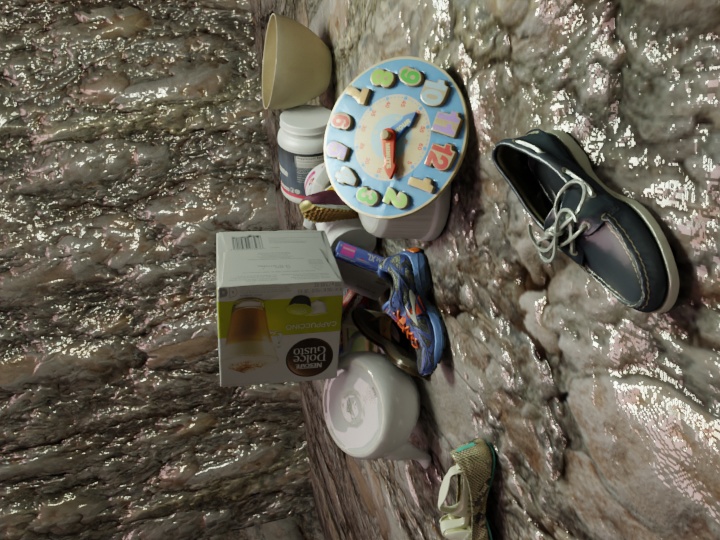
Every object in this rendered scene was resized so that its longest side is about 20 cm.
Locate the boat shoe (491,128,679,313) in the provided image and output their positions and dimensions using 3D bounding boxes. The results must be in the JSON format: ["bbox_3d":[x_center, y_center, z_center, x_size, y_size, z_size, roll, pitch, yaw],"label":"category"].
[{"bbox_3d":[0.167,-0.044,0.460,0.075,0.062,0.200,100,157,-49],"label":"boat shoe"}]

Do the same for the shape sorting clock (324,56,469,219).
[{"bbox_3d":[0.037,-0.163,0.722,0.039,0.199,0.201,5,-107,-63],"label":"shape sorting clock"}]

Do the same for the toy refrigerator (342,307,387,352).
[{"bbox_3d":[0.010,0.183,1.207,0.070,0.076,0.201,-52,-33,-54],"label":"toy refrigerator"}]

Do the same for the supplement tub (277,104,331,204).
[{"bbox_3d":[-0.121,-0.269,1.378,0.141,0.140,0.201,-114,19,-48],"label":"supplement tub"}]

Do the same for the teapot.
[{"bbox_3d":[0.035,0.230,1.048,0.197,0.146,0.201,18,104,46],"label":"teapot"}]

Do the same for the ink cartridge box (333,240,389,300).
[{"bbox_3d":[0.000,0.000,1.088,0.200,0.119,0.042,129,161,-74],"label":"ink cartridge box"}]

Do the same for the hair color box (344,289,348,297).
[{"bbox_3d":[-0.053,0.039,1.327,0.200,0.064,0.111,-82,-8,-78],"label":"hair color box"}]

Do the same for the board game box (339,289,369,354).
[{"bbox_3d":[-0.023,0.098,1.215,0.200,0.019,0.103,-56,-32,-52],"label":"board game box"}]

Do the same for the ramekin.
[{"bbox_3d":[0.048,-0.137,0.838,0.202,0.094,0.203,171,90,-77],"label":"ramekin"}]

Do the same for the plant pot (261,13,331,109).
[{"bbox_3d":[-0.139,-0.455,1.312,0.200,0.134,0.201,-177,90,-72],"label":"plant pot"}]

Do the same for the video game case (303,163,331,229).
[{"bbox_3d":[-0.038,-0.189,1.062,0.200,0.024,0.182,-61,0,-22],"label":"video game case"}]

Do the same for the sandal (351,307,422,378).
[{"bbox_3d":[0.055,0.116,1.038,0.055,0.082,0.200,-58,36,7],"label":"sandal"}]

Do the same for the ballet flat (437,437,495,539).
[{"bbox_3d":[0.140,0.317,0.790,0.068,0.075,0.201,-131,34,-65],"label":"ballet flat"}]

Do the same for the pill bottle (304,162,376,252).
[{"bbox_3d":[-0.040,-0.118,1.190,0.114,0.113,0.200,96,161,-48],"label":"pill bottle"}]

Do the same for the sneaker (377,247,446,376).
[{"bbox_3d":[0.074,0.065,0.899,0.075,0.078,0.201,111,147,-67],"label":"sneaker"}]

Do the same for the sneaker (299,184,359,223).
[{"bbox_3d":[-0.024,-0.131,0.947,0.075,0.200,0.090,-15,86,44],"label":"sneaker"}]

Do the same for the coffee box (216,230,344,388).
[{"bbox_3d":[-0.148,0.060,1.022,0.200,0.199,0.198,-116,28,-59],"label":"coffee box"}]
